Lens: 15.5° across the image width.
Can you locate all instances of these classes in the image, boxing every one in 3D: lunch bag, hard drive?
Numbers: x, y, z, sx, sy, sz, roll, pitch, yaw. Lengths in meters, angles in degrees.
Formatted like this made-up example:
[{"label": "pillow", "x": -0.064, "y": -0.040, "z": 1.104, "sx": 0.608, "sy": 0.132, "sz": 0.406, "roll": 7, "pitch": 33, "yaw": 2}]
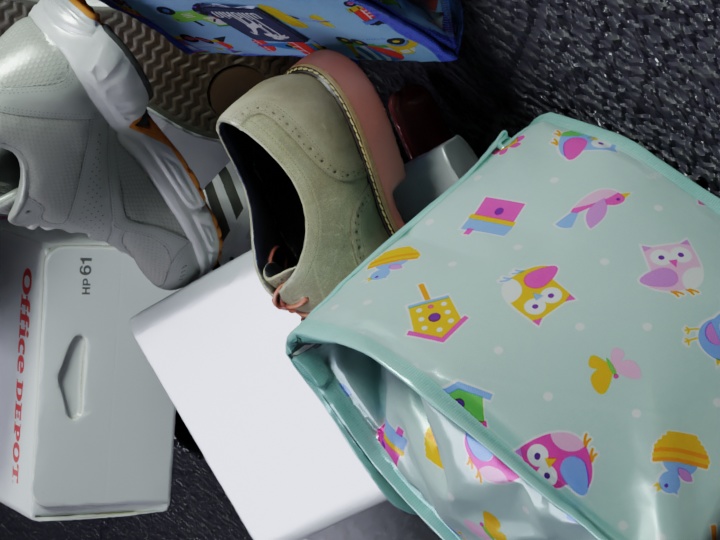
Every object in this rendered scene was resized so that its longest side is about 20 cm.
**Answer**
[{"label": "lunch bag", "x": 0.090, "y": 0.041, "z": 1.079, "sx": 0.200, "sy": 0.170, "sz": 0.122, "roll": 39, "pitch": 154, "yaw": 20}, {"label": "lunch bag", "x": -0.055, "y": -0.146, "z": 1.106, "sx": 0.151, "sy": 0.094, "sz": 0.200, "roll": 2, "pitch": 154, "yaw": 37}, {"label": "hard drive", "x": 0.000, "y": 0.038, "z": 1.211, "sx": 0.200, "sy": 0.026, "sz": 0.132, "roll": -28, "pitch": 94, "yaw": 34}]

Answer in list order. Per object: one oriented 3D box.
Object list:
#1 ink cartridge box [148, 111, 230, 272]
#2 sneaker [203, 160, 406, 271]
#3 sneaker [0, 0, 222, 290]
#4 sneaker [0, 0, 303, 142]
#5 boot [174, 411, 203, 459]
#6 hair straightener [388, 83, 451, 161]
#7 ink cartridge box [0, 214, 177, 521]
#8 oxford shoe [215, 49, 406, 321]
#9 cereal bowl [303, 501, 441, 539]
[{"label": "ink cartridge box", "x": -0.102, "y": -0.065, "z": 1.418, "sx": 0.148, "sy": 0.086, "sz": 0.200, "roll": 34, "pitch": 161, "yaw": 34}, {"label": "sneaker", "x": 0.000, "y": 0.000, "z": 1.281, "sx": 0.200, "sy": 0.115, "sz": 0.076, "roll": 32, "pitch": 158, "yaw": 35}, {"label": "sneaker", "x": -0.131, "y": -0.045, "z": 1.199, "sx": 0.076, "sy": 0.092, "sz": 0.200, "roll": 49, "pitch": 170, "yaw": 36}, {"label": "sneaker", "x": -0.098, "y": -0.116, "z": 1.282, "sx": 0.200, "sy": 0.073, "sz": 0.085, "roll": 13, "pitch": -158, "yaw": 0}, {"label": "boot", "x": -0.074, "y": 0.071, "z": 1.552, "sx": 0.198, "sy": 0.073, "sz": 0.162, "roll": 35, "pitch": -174, "yaw": -24}, {"label": "hair straightener", "x": 0.040, "y": 0.017, "z": 1.221, "sx": 0.077, "sy": 0.041, "sz": 0.200, "roll": -25, "pitch": 95, "yaw": 34}, {"label": "ink cartridge box", "x": -0.174, "y": 0.044, "z": 1.431, "sx": 0.200, "sy": 0.085, "sz": 0.145, "roll": 16, "pitch": 104, "yaw": 61}, {"label": "oxford shoe", "x": -0.010, "y": 0.011, "z": 1.134, "sx": 0.070, "sy": 0.075, "sz": 0.200, "roll": -10, "pitch": 104, "yaw": 54}, {"label": "cereal bowl", "x": 0.017, "y": 0.094, "z": 1.388, "sx": 0.083, "sy": 0.200, "sz": 0.200, "roll": -1, "pitch": 147, "yaw": 10}]
